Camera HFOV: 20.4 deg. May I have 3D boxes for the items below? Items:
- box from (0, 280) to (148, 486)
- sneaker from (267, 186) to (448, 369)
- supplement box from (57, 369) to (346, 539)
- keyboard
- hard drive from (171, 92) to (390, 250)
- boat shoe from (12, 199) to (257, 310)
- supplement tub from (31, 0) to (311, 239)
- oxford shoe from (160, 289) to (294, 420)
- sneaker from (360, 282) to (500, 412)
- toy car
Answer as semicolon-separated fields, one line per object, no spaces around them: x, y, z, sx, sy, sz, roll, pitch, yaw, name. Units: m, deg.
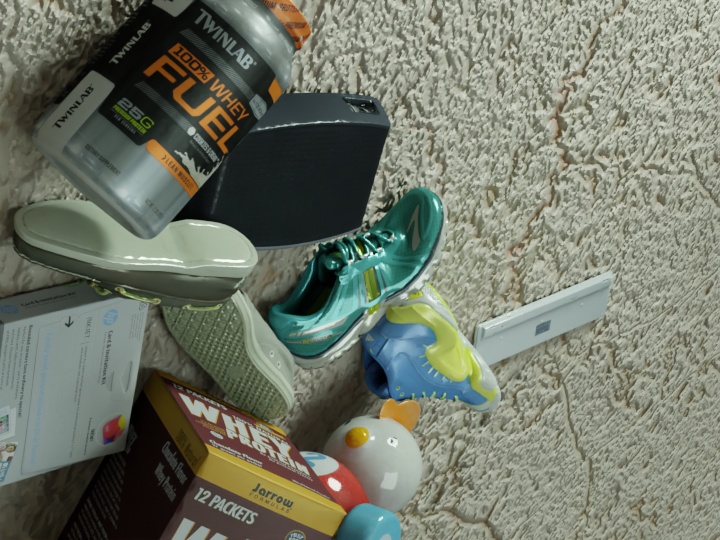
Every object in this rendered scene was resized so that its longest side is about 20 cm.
-0.264;0.092;1.571;0.199;0.041;0.157;-14;127;-40;box
0.000;0.000;1.764;0.200;0.077;0.080;-46;133;-11;sneaker
-0.141;0.222;1.643;0.132;0.197;0.201;27;96;-24;supplement box
0.187;0.052;2.057;0.199;0.011;0.056;-20;136;-37;keyboard
-0.062;-0.078;1.658;0.199;0.042;0.135;-7;123;-44;hard drive
-0.178;-0.007;1.548;0.201;0.072;0.060;8;129;-31;boat shoe
-0.135;-0.133;1.473;0.200;0.122;0.123;-50;143;-7;supplement tub
-0.111;0.048;1.693;0.200;0.075;0.058;58;32;-41;oxford shoe
0.057;0.091;1.904;0.105;0.076;0.200;-38;134;-3;sneaker
-0.008;0.188;1.830;0.200;0.184;0.177;-57;146;-26;toy car
